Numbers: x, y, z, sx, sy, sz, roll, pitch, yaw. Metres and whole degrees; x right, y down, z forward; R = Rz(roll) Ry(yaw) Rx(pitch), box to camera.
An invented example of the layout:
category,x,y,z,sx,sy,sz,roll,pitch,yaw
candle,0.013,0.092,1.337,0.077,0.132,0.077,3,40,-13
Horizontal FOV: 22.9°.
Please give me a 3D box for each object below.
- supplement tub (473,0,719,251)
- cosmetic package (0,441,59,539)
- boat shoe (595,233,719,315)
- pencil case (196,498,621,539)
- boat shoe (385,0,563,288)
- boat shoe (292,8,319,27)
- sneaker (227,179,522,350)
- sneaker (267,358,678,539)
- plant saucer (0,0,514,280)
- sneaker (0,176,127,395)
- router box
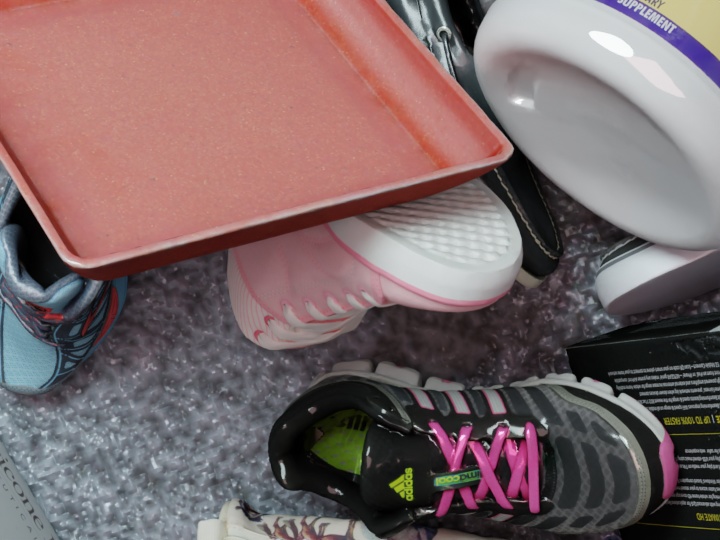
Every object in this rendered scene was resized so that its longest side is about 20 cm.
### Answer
category,x,y,z,sx,sy,sz,roll,pitch,yaw
supplement tub,0.159,-0.124,0.764,0.145,0.145,0.200,38,75,4
cosmetic package,-0.241,0.165,0.813,0.165,0.200,0.165,-31,89,7
boat shoe,0.195,-0.043,0.830,0.200,0.069,0.057,-27,70,5
pencil case,0.023,0.154,0.841,0.200,0.078,0.090,5,136,6
boat shoe,0.056,-0.091,0.834,0.066,0.074,0.200,-29,80,18
boat shoe,-0.101,-0.110,0.852,0.200,0.073,0.062,-10,95,12
sneaker,0.000,0.000,0.802,0.075,0.200,0.105,-11,117,-32
sneaker,0.041,0.087,0.803,0.200,0.087,0.074,8,109,31
plant saucer,-0.071,-0.077,0.744,0.200,0.037,0.200,-16,51,-28
sneaker,-0.148,-0.009,0.821,0.079,0.096,0.200,25,126,0
router box,0.172,0.091,0.767,0.051,0.200,0.149,-17,91,-21
